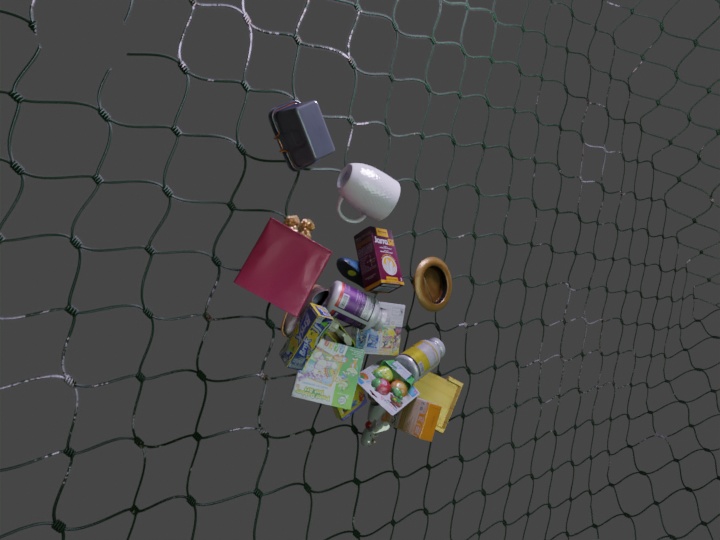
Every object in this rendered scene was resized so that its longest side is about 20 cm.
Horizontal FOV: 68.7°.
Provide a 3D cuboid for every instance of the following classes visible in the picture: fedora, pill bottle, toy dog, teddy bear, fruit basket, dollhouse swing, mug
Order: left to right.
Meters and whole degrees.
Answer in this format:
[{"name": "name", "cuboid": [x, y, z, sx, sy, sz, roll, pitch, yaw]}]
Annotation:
[{"name": "teddy bear", "cuboid": [-0.199, -0.070, 1.617, 0.145, 0.067, 0.201, 33, 74, -31]}, {"name": "pill bottle", "cuboid": [-0.017, 0.121, 1.706, 0.199, 0.112, 0.113, 27, 78, -15]}, {"name": "mug", "cuboid": [0.003, -0.245, 1.717, 0.175, 0.148, 0.201, 26, 109, -29]}, {"name": "toy dog", "cuboid": [0.069, 0.506, 1.820, 0.132, 0.096, 0.202, 3, 92, -59]}, {"name": "fruit basket", "cuboid": [0.093, 0.383, 1.779, 0.200, 0.185, 0.094, -10, 136, -58]}, {"name": "pill bottle", "cuboid": [0.220, 0.322, 1.920, 0.199, 0.111, 0.113, -25, 108, -42]}, {"name": "fedora", "cuboid": [0.251, 0.052, 1.946, 0.199, 0.082, 0.203, 1, 88, -34]}, {"name": "dollhouse swing", "cuboid": [0.277, 0.498, 2.032, 0.201, 0.175, 0.182, -65, 165, -14]}]

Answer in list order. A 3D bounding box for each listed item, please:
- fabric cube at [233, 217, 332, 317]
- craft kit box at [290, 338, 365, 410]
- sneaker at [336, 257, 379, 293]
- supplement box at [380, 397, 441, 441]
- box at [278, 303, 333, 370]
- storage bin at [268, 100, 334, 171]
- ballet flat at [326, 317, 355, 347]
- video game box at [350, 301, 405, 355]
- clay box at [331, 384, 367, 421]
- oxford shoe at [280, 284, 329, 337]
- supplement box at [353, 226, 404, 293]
[{"name": "fabric cube", "cuboid": [-0.213, -0.009, 1.480, 0.195, 0.200, 0.200, 28, 87, -5]}, {"name": "craft kit box", "cuboid": [-0.104, 0.325, 1.685, 0.198, 0.049, 0.199, 15, 86, -10]}, {"name": "sneaker", "cuboid": [0.000, 0.000, 1.779, 0.200, 0.066, 0.079, 34, 51, -28]}, {"name": "supplement box", "cuboid": [0.175, 0.505, 1.855, 0.073, 0.199, 0.127, 26, 78, -38]}, {"name": "box", "cuboid": [-0.167, 0.203, 1.611, 0.064, 0.070, 0.201, 20, 109, -41]}, {"name": "storage bin", "cuboid": [-0.172, -0.405, 1.567, 0.145, 0.134, 0.201, -32, 111, -30]}, {"name": "ballet flat", "cuboid": [-0.082, 0.195, 1.724, 0.067, 0.067, 0.200, -49, 119, -21]}, {"name": "video game box", "cuboid": [0.060, 0.200, 1.841, 0.199, 0.047, 0.184, 10, 85, -36]}, {"name": "clay box", "cuboid": [-0.061, 0.386, 1.768, 0.115, 0.047, 0.201, -31, 112, -30]}, {"name": "oxford shoe", "cuboid": [-0.173, 0.126, 1.648, 0.071, 0.073, 0.201, 47, 68, -29]}, {"name": "supplement box", "cuboid": [0.060, -0.034, 1.744, 0.110, 0.085, 0.202, 7, 64, -43]}]
